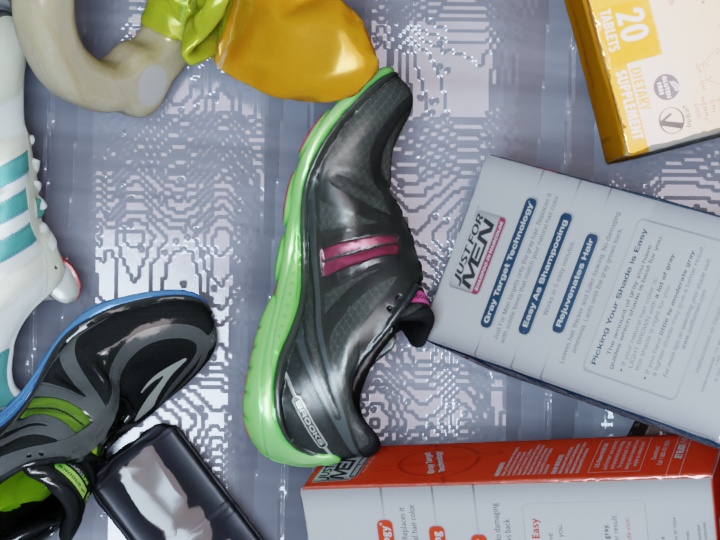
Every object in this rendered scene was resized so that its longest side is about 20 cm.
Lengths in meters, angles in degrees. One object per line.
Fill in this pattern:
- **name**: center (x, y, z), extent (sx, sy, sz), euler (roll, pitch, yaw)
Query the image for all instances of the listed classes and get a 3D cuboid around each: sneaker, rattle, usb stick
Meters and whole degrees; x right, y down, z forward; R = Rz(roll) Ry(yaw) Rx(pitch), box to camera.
- **sneaker**: center (-0.181, -0.025, 1.281), extent (0.093, 0.070, 0.201), euler (16, 85, -19)
- **sneaker**: center (0.000, 0.000, 1.267), extent (0.083, 0.077, 0.201), euler (11, 85, 8)
- **rattle**: center (-0.105, -0.139, 1.201), extent (0.130, 0.200, 0.143), euler (-46, 53, -5)
- **sneaker**: center (-0.143, 0.088, 1.246), extent (0.199, 0.071, 0.083), euler (-40, 45, -15)
- **usb stick**: center (-0.058, 0.166, 1.287), extent (0.055, 0.033, 0.200), euler (-37, 89, -7)

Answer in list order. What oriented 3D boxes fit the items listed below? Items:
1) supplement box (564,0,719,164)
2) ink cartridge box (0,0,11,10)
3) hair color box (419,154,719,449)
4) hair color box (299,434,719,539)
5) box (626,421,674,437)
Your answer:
- **supplement box**: center (0.206, -0.138, 1.288), extent (0.199, 0.074, 0.127), euler (-15, 89, -3)
- **ink cartridge box**: center (-0.239, -0.234, 1.271), extent (0.199, 0.083, 0.148), euler (22, 87, -2)
- **hair color box**: center (0.129, 0.017, 1.224), extent (0.060, 0.199, 0.101), euler (24, 86, -44)
- **hair color box**: center (0.078, 0.137, 1.239), extent (0.199, 0.061, 0.102), euler (-3, 106, 15)
- **box**: center (0.217, 0.033, 1.283), extent (0.100, 0.075, 0.201), euler (28, 85, 0)
